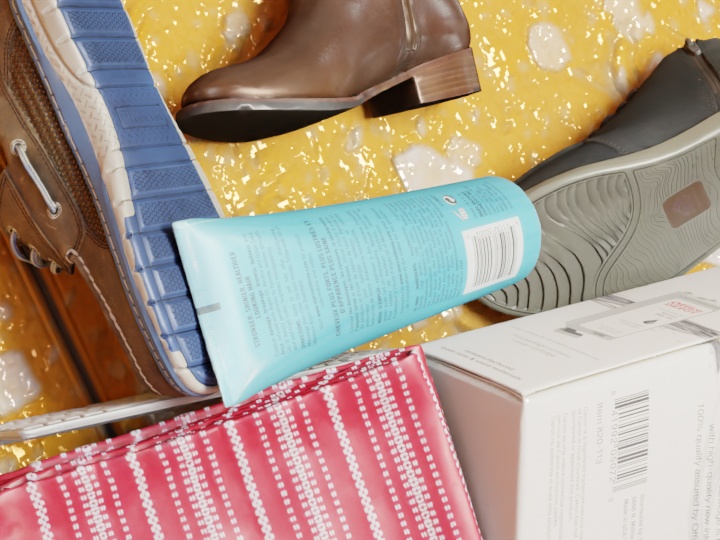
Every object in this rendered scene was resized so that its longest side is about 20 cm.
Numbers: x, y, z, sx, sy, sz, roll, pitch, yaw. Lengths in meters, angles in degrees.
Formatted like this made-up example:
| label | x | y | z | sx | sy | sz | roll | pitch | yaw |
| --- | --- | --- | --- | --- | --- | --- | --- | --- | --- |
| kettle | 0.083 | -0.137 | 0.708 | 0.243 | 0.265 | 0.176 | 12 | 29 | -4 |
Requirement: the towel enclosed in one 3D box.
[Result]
| label | x | y | z | sx | sy | sz | roll | pitch | yaw |
| --- | --- | --- | --- | --- | --- | --- | --- | --- | --- |
| towel | -0.046 | 0.126 | 1.143 | 0.200 | 0.022 | 0.145 | -18 | 92 | -11 |

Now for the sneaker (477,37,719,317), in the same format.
| label | x | y | z | sx | sy | sz | roll | pitch | yaw |
| --- | --- | --- | --- | --- | --- | --- | --- | --- | --- |
| sneaker | 0.130 | -0.045 | 1.329 | 0.200 | 0.106 | 0.075 | -24 | 115 | -8 |

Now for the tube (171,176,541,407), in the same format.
| label | x | y | z | sx | sy | sz | roll | pitch | yaw |
| --- | --- | --- | --- | --- | --- | --- | --- | --- | --- |
| tube | 0.000 | 0.000 | 1.182 | 0.200 | 0.050 | 0.078 | -15 | 83 | -48 |

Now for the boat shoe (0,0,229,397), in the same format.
| label | x | y | z | sx | sy | sz | roll | pitch | yaw |
| --- | --- | --- | --- | --- | --- | --- | --- | --- | --- |
| boat shoe | -0.111 | -0.034 | 1.150 | 0.072 | 0.072 | 0.200 | -1 | 68 | -58 |

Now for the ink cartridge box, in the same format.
| label | x | y | z | sx | sy | sz | roll | pitch | yaw |
| --- | --- | --- | --- | --- | --- | --- | --- | --- | --- |
| ink cartridge box | 0.120 | 0.092 | 1.245 | 0.200 | 0.083 | 0.147 | -13 | 113 | -36 |

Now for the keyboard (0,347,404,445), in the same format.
| label | x | y | z | sx | sy | sz | roll | pitch | yaw |
| --- | --- | --- | --- | --- | --- | --- | --- | --- | --- |
| keyboard | -0.070 | 0.052 | 1.170 | 0.200 | 0.056 | 0.011 | -11 | 87 | -35 |

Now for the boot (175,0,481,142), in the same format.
| label | x | y | z | sx | sy | sz | roll | pitch | yaw |
| --- | --- | --- | --- | --- | --- | --- | --- | --- | --- |
| boot | -0.033 | -0.164 | 1.240 | 0.186 | 0.064 | 0.200 | -13 | 90 | -49 |
